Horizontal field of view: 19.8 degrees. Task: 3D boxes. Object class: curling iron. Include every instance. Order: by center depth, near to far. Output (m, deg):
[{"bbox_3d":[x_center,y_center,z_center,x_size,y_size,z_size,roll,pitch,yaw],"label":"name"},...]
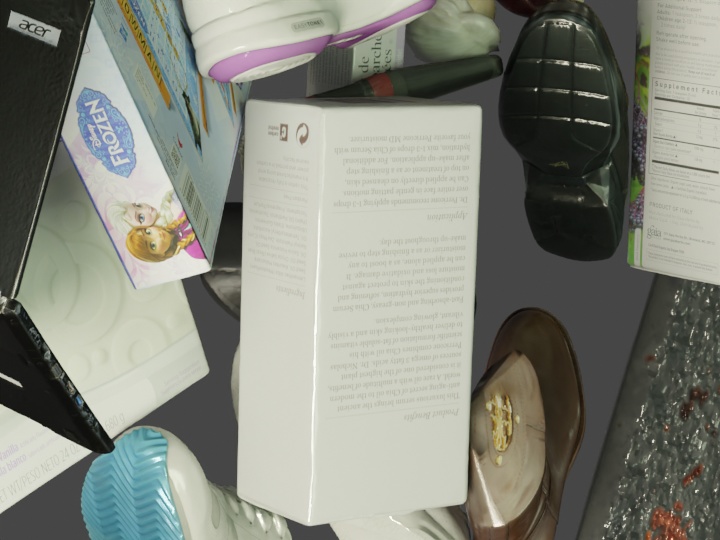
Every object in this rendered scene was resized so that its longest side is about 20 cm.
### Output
[{"bbox_3d":[0.007,-0.086,1.097,0.199,0.025,0.050,-28,139,-42],"label":"curling iron"}]

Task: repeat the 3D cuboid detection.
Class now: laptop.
[{"bbox_3d":[-0.175,-0.039,0.854,0.104,0.176,0.201,-57,153,-21],"label":"laptop"}]

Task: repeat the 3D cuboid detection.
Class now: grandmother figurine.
[{"bbox_3d":[0.095,-0.195,1.186,0.121,0.060,0.201,43,73,-19],"label":"grandmother figurine"}]

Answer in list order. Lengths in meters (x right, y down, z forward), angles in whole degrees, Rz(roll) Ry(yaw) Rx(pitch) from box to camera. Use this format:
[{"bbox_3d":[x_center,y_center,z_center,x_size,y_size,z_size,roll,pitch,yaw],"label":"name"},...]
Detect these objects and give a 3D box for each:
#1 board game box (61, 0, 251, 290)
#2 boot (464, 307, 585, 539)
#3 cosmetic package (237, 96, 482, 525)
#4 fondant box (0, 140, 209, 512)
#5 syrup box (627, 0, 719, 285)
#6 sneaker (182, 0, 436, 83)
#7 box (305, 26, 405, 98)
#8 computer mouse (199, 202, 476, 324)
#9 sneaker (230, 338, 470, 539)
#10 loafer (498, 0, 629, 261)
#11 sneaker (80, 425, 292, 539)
[{"bbox_3d":[-0.110,-0.129,0.942,0.200,0.041,0.201,-83,154,-57],"label":"board game box"},{"bbox_3d":[0.087,0.075,1.149,0.200,0.064,0.188,68,23,-65],"label":"boot"},{"bbox_3d":[-0.001,0.016,1.023,0.101,0.071,0.202,-3,99,-36],"label":"cosmetic package"},{"bbox_3d":[-0.167,-0.006,0.988,0.144,0.058,0.202,-34,119,-33],"label":"fondant box"},{"bbox_3d":[0.226,-0.099,1.307,0.078,0.081,0.202,-12,107,-42],"label":"syrup box"},{"bbox_3d":[-0.022,-0.156,1.007,0.200,0.074,0.100,-26,94,-57],"label":"sneaker"},{"bbox_3d":[0.000,-0.153,1.117,0.038,0.041,0.202,-5,103,-41],"label":"box"},{"bbox_3d":[0.000,0.000,1.119,0.199,0.046,0.141,37,39,-26],"label":"computer mouse"},{"bbox_3d":[-0.001,0.098,1.165,0.201,0.075,0.089,56,30,-21],"label":"sneaker"},{"bbox_3d":[0.124,-0.093,1.208,0.201,0.072,0.073,81,23,-53],"label":"loafer"},{"bbox_3d":[-0.085,0.139,1.075,0.081,0.076,0.201,-46,146,-26],"label":"sneaker"}]
